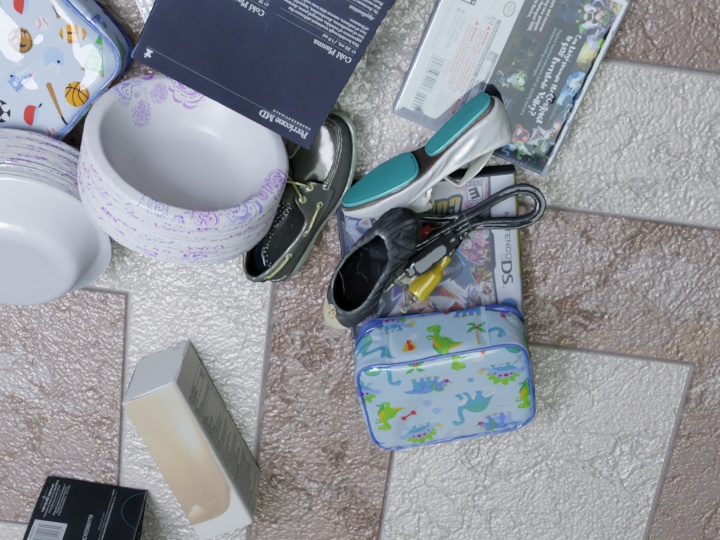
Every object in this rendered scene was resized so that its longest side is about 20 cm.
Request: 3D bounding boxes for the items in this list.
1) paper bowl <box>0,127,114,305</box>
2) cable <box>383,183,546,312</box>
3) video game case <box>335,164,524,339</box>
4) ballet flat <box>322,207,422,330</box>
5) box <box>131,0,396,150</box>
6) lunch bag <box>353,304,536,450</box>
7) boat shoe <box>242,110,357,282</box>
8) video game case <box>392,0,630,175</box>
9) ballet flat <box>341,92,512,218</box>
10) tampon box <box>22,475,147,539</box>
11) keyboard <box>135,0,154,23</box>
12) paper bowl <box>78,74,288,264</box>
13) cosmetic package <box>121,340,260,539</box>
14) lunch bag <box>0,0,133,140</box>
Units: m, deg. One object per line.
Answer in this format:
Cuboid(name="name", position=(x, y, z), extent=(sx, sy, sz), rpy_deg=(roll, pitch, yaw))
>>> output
Cuboid(name="paper bowl", position=(-0.351, -0.041, 1.186), extent=(0.197, 0.106, 0.202), rpy_deg=(0, 143, 0))
Cuboid(name="cable", position=(0.098, -0.046, 1.237), extent=(0.199, 0.050, 0.098), rpy_deg=(-34, 93, 3))
Cuboid(name="video game case", position=(0.078, -0.018, 1.273), extent=(0.196, 0.026, 0.183), rpy_deg=(-5, 114, 3))
Cuboid(name="ballet flat", position=(0.000, 0.000, 1.213), extent=(0.067, 0.056, 0.201), rpy_deg=(54, 140, 17))
Cuboid(name="box", position=(-0.089, -0.252, 1.109), extent=(0.198, 0.105, 0.183), rpy_deg=(27, 121, -14))
Cuboid(name="lunch bag", position=(0.093, 0.122, 1.293), extent=(0.197, 0.083, 0.162), rpy_deg=(-10, 132, 7))
Cuboid(name="boat shoe", position=(-0.066, -0.073, 1.222), extent=(0.072, 0.060, 0.204), rpy_deg=(35, 114, 18))
Cuboid(name="video game case", position=(0.151, -0.219, 1.183), extent=(0.179, 0.023, 0.202), rpy_deg=(21, 112, -8))
Cuboid(name="ballet flat", position=(0.074, -0.100, 1.194), extent=(0.199, 0.070, 0.070), rpy_deg=(-35, 109, 13))
Cuboid(name="tampon box", position=(-0.339, 0.379, 1.392), extent=(0.124, 0.150, 0.203), rpy_deg=(10, 114, -5))
Cuboid(name="keyboard", position=(-0.196, -0.268, 1.173), extent=(0.055, 0.011, 0.202), rpy_deg=(-17, 113, 9))
Cuboid(name="paper bowl", position=(-0.177, -0.090, 1.141), extent=(0.198, 0.203, 0.105), rpy_deg=(18, 137, -7))
Cuboid(name="cosmetic package", position=(-0.191, 0.196, 1.333), extent=(0.070, 0.106, 0.202), rpy_deg=(-21, 111, 11))
Cuboid(name="lunch bag", position=(-0.335, -0.214, 1.167), extent=(0.200, 0.076, 0.160), rpy_deg=(-41, 105, 18))
